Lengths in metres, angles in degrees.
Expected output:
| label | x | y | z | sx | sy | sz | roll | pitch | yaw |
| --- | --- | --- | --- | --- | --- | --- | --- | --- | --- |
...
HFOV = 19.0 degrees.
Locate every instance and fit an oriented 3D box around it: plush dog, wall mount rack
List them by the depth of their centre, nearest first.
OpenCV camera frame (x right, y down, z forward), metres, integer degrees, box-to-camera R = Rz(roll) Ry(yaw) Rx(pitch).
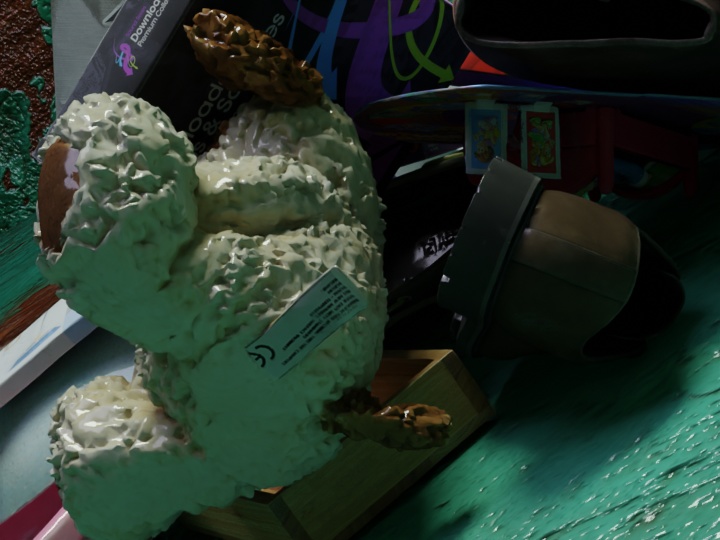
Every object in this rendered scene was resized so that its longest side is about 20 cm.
| label | x | y | z | sx | sy | sz | roll | pitch | yaw |
| --- | --- | --- | --- | --- | --- | --- | --- | --- | --- |
| plush dog | -0.036 | -0.002 | 0.845 | 0.160 | 0.201 | 0.172 | 6 | 40 | 5 |
| wall mount rack | -0.155 | 0.009 | 0.985 | 0.200 | 0.075 | 0.174 | -40 | 14 | 10 |

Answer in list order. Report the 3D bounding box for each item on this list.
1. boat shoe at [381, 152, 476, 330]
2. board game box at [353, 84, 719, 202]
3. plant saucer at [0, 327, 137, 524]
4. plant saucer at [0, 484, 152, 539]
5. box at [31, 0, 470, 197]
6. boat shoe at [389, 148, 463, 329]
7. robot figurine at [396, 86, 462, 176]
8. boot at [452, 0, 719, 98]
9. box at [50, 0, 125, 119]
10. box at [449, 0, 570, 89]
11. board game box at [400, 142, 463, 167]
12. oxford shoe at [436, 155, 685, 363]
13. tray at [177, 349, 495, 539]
| label | x | y | z | sx | sy | sz | roll | pitch | yaw |
| --- | --- | --- | --- | --- | --- | --- | --- | --- | --- |
| boat shoe | -0.001 | -0.003 | 1.052 | 0.201 | 0.072 | 0.060 | -24 | -31 | 19 |
| board game box | 0.096 | -0.046 | 0.931 | 0.199 | 0.039 | 0.158 | 3 | -5 | -12 |
| plant saucer | -0.143 | 0.054 | 1.069 | 0.201 | 0.039 | 0.201 | -41 | 9 | 8 |
| plant saucer | -0.167 | 0.154 | 0.993 | 0.200 | 0.051 | 0.201 | -40 | 9 | 8 |
| box | -0.038 | -0.079 | 0.933 | 0.200 | 0.036 | 0.143 | 19 | -75 | -56 |
| boat shoe | 0.006 | 0.003 | 1.116 | 0.200 | 0.072 | 0.076 | -36 | 21 | 0 |
| robot figurine | 0.036 | -0.107 | 1.365 | 0.169 | 0.114 | 0.200 | 0 | 17 | 6 |
| boot | 0.135 | -0.093 | 0.855 | 0.199 | 0.073 | 0.166 | 5 | 9 | 4 |
| box | -0.095 | -0.060 | 1.200 | 0.158 | 0.201 | 0.048 | 7 | 14 | 31 |
| box | 0.122 | -0.147 | 1.016 | 0.199 | 0.039 | 0.138 | 11 | 83 | 35 |
| board game box | 0.037 | -0.073 | 1.129 | 0.120 | 0.032 | 0.200 | -20 | 1 | 37 |
| oxford shoe | 0.081 | 0.011 | 0.837 | 0.200 | 0.084 | 0.073 | 19 | -88 | -83 |
| tray | -0.023 | 0.078 | 0.944 | 0.099 | 0.037 | 0.200 | -39 | 10 | -16 |
